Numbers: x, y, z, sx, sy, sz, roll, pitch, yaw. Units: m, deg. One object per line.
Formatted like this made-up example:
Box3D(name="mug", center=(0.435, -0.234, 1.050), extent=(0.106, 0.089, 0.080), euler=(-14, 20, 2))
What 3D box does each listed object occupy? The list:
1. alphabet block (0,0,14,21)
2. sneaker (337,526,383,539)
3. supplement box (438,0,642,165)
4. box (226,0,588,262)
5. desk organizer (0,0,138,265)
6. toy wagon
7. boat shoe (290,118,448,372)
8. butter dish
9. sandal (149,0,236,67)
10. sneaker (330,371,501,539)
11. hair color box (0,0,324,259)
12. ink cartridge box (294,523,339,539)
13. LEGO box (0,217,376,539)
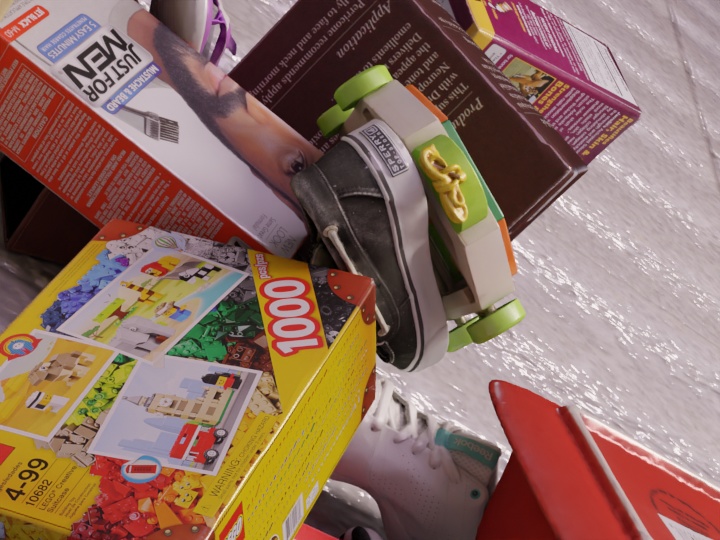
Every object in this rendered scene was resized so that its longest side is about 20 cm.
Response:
Box3D(name="alphabet block", center=(-0.268, -0.136, 0.627), extent=(0.196, 0.200, 0.196), euler=(31, 20, -21))
Box3D(name="sneaker", center=(0.047, 0.228, 0.733), extent=(0.115, 0.076, 0.201), euler=(25, 36, -35))
Box3D(name="supplement box", center=(0.120, -0.158, 1.219), extent=(0.199, 0.131, 0.104), euler=(22, 38, -35))
Box3D(name="box", center=(0.023, -0.083, 0.946), extent=(0.200, 0.166, 0.164), euler=(48, 12, 4))
Box3D(name="desk organizer", center=(-0.172, -0.096, 0.856), extent=(0.077, 0.072, 0.201), euler=(17, 41, -35))
Box3D(name="toy wagon", center=(0.038, -0.035, 0.764), extent=(0.156, 0.039, 0.200), euler=(60, -11, 1))
Box3D(name="boat shoe", center=(0.000, 0.000, 0.748), extent=(0.071, 0.063, 0.201), euler=(53, -13, 32))
Box3D(name="butter dish", center=(0.130, 0.182, 0.727), extent=(0.199, 0.148, 0.200), euler=(29, 16, -22))
Box3D(name="sandal", center=(-0.103, -0.147, 0.888), extent=(0.049, 0.203, 0.083), euler=(-3, 82, -15))
Box3D(name="sneaker", center=(0.033, 0.101, 0.793), extent=(0.200, 0.088, 0.075), euler=(52, 43, -25))
Box3D(name="hair color box", center=(-0.113, -0.072, 0.769), extent=(0.200, 0.064, 0.111), euler=(39, 33, -5))
Box3D(name="ink cartridge box", center=(-0.055, 0.178, 0.674), extent=(0.116, 0.067, 0.201), euler=(29, 34, -25))
Box3D(name="LEGO box", center=(-0.095, 0.072, 0.645), extent=(0.148, 0.078, 0.200), euler=(13, 38, 17))
